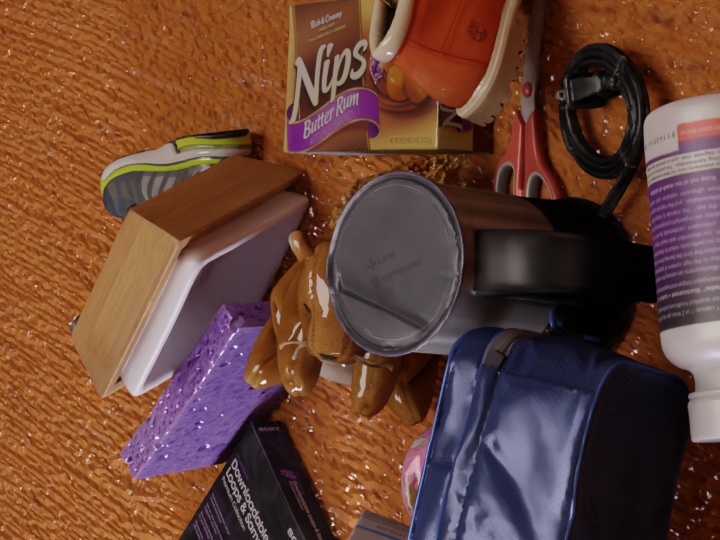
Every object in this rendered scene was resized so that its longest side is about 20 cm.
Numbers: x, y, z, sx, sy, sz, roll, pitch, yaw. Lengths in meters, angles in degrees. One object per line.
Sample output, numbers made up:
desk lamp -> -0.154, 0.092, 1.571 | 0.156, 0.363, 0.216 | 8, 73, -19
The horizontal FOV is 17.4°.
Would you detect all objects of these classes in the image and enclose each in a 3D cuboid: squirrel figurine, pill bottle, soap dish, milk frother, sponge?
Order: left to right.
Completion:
soap dish -> -0.136, -0.001, 1.855 | 0.081, 0.200, 0.158 | 35, 120, 13
sponge -> -0.104, 0.092, 1.878 | 0.030, 0.111, 0.200 | 59, 133, 26
squirrel figurine -> 0.000, 0.000, 1.676 | 0.187, 0.140, 0.201 | 71, -140, -73
milk frother -> 0.095, -0.048, 1.537 | 0.180, 0.187, 0.202 | -25, 70, 37
pill bottle -> 0.232, 0.000, 1.414 | 0.111, 0.111, 0.202 | -13, 78, 53

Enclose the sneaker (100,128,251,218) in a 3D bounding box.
sneaker -> -0.159, -0.063, 2.000 | 0.199, 0.073, 0.082 | -16, 79, 55

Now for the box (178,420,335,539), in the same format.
box -> -0.092, 0.241, 1.923 | 0.201, 0.036, 0.144 | -57, 46, 34

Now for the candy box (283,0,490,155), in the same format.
candy box -> 0.019, -0.146, 1.765 | 0.199, 0.056, 0.118 | 4, 92, 53

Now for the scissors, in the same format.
scissors -> 0.114, -0.115, 1.665 | 0.073, 0.014, 0.202 | -12, 80, 55

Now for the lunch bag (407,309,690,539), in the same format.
lunch bag -> 0.108, 0.125, 1.439 | 0.131, 0.136, 0.202 | 9, 83, 35

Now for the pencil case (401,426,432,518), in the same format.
pencil case -> 0.111, 0.131, 1.606 | 0.083, 0.087, 0.199 | 49, 144, -14

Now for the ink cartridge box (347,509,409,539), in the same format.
ink cartridge box -> 0.021, 0.247, 1.615 | 0.103, 0.200, 0.060 | 20, 113, 7

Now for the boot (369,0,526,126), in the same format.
boot -> 0.064, -0.205, 1.628 | 0.075, 0.107, 0.201 | -47, 26, 51
